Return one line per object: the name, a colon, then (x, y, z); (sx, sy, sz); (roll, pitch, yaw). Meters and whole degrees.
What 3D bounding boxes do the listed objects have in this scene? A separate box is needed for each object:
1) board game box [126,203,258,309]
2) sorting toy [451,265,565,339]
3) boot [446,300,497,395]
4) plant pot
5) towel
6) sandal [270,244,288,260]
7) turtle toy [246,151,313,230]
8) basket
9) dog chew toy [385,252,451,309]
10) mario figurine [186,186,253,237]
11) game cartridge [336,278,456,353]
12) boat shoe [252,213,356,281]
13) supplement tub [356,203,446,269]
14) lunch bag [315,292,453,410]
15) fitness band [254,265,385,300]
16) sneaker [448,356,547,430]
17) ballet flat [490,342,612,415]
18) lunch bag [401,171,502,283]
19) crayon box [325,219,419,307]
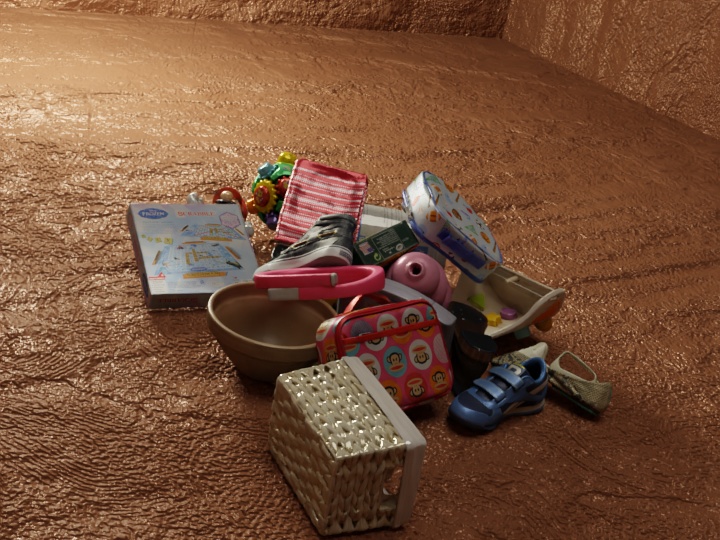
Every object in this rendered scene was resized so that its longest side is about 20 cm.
board game box: (-0.278, -0.028, 1.651); (0.198, 0.041, 0.201); (-1, 51, -27)
sorting toy: (0.222, 0.073, 1.701); (0.179, 0.108, 0.200); (-24, 33, -29)
boot: (0.162, 0.123, 1.572); (0.074, 0.098, 0.200); (15, 20, -8)
plant pot: (-0.135, 0.103, 1.468); (0.199, 0.093, 0.201); (10, 24, -4)
towel: (-0.067, -0.111, 1.744); (0.143, 0.023, 0.201); (14, 52, -4)
sandal: (-0.131, 0.010, 1.731); (0.074, 0.045, 0.201); (10, 37, 7)
turtle toy: (-0.138, -0.128, 1.825); (0.200, 0.147, 0.101); (36, 25, 34)
basket: (-0.025, 0.219, 1.231); (0.122, 0.137, 0.200); (-5, 30, -28)
dog chew toy: (0.091, 0.029, 1.612); (0.124, 0.125, 0.200); (16, -17, 8)
mario figurine: (-0.261, -0.099, 1.803); (0.123, 0.106, 0.201); (44, 28, -17)
game cartridge: (0.051, 0.082, 1.548); (0.199, 0.134, 0.040); (22, 34, 20)
boat shoe: (-0.086, -0.026, 1.584); (0.199, 0.071, 0.091); (-16, 47, 36)
supplement tub: (0.056, -0.050, 1.827); (0.198, 0.133, 0.132); (9, 25, -6)
lunch bag: (0.033, 0.117, 1.419); (0.199, 0.178, 0.082); (-11, -6, -39)
fitness band: (-0.062, 0.015, 1.451); (0.198, 0.038, 0.143); (-1, 8, 21)
sneaker: (0.210, 0.181, 1.478); (0.199, 0.083, 0.074); (-14, 37, -41)
ballet flat: (0.310, 0.161, 1.572); (0.199, 0.076, 0.068); (23, -1, 23)
lunch bag: (0.155, -0.073, 1.689); (0.199, 0.075, 0.161); (35, 26, -31)
crayon box: (0.000, 0.000, 1.662); (0.126, 0.200, 0.051); (-27, 79, -36)
